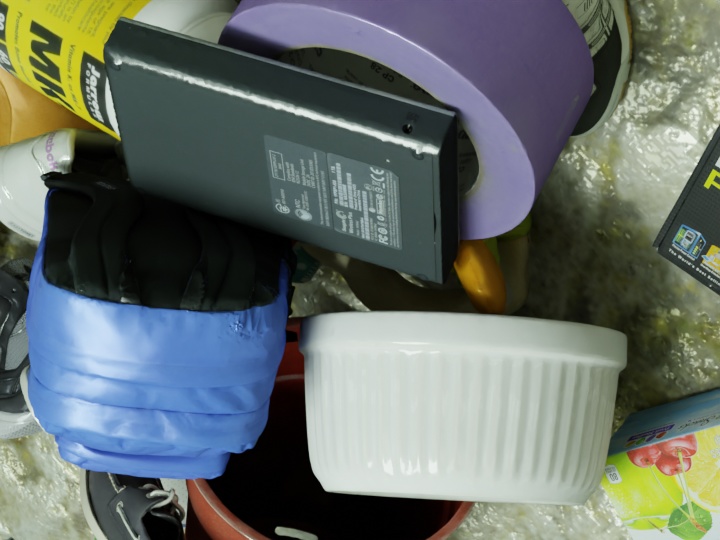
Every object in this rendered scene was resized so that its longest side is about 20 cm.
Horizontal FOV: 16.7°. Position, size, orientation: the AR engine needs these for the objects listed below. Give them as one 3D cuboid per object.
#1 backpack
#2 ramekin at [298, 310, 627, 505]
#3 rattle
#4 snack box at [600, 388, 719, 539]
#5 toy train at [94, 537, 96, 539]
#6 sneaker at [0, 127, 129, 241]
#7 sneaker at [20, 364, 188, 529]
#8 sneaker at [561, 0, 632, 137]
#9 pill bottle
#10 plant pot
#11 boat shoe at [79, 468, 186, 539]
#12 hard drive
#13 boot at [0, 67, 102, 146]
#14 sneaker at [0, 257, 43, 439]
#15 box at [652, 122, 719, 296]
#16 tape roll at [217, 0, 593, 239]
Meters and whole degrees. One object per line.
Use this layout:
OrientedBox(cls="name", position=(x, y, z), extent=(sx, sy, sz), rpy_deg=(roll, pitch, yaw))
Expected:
OrientedBox(cls="backpack", position=(-0.116, 0.042, 1.456), extent=(0.162, 0.200, 0.168), rpy_deg=(1, 107, -6))
OrientedBox(cls="ramekin", position=(0.060, 0.086, 1.477), extent=(0.200, 0.200, 0.105), rpy_deg=(-2, 82, 37))
OrientedBox(cls="rattle", position=(0.000, 0.000, 1.508), extent=(0.200, 0.143, 0.130), rpy_deg=(4, 132, 11))
OrientedBox(cls="snack box", position=(0.261, 0.167, 1.494), extent=(0.169, 0.068, 0.200), rpy_deg=(-21, 105, 43))
OrientedBox(cls="toy train", position=(-0.182, 0.164, 1.836), extent=(0.056, 0.042, 0.200), rpy_deg=(22, 128, 38))
OrientedBox(cls="sneaker", position=(-0.146, -0.039, 1.594), extent=(0.100, 0.200, 0.075), rpy_deg=(-23, 59, 39))
OrientedBox(cls="sneaker", position=(-0.128, 0.100, 1.684), extent=(0.115, 0.081, 0.199), rpy_deg=(-31, 137, 20))
OrientedBox(cls="sneaker", position=(0.107, -0.158, 1.389), extent=(0.076, 0.088, 0.200), rpy_deg=(15, 126, 26))
OrientedBox(cls="pill bottle", position=(-0.139, -0.140, 1.528), extent=(0.200, 0.114, 0.114), rpy_deg=(31, 133, 39))
OrientedBox(cls="plant pot", position=(-0.036, 0.170, 1.638), extent=(0.201, 0.201, 0.195), rpy_deg=(33, 139, 15))
OrientedBox(cls="boat shoe", position=(-0.127, 0.172, 1.570), extent=(0.073, 0.200, 0.063), rpy_deg=(28, 117, -37))
OrientedBox(cls="hard drive", position=(-0.043, -0.066, 1.377), extent=(0.200, 0.033, 0.140), rpy_deg=(17, 150, 13))
OrientedBox(cls="boot", position=(-0.237, -0.133, 1.661), extent=(0.201, 0.071, 0.144), rpy_deg=(-5, 121, 45))
OrientedBox(cls="sneaker", position=(-0.208, 0.030, 1.743), extent=(0.200, 0.075, 0.114), rpy_deg=(-35, 75, 27))
OrientedBox(cls="box", position=(0.282, -0.021, 1.376), extent=(0.200, 0.044, 0.160), rpy_deg=(36, 133, 12))
OrientedBox(cls="tape roll", position=(0.025, -0.112, 1.382), extent=(0.200, 0.085, 0.200), rpy_deg=(23, 153, 12))
